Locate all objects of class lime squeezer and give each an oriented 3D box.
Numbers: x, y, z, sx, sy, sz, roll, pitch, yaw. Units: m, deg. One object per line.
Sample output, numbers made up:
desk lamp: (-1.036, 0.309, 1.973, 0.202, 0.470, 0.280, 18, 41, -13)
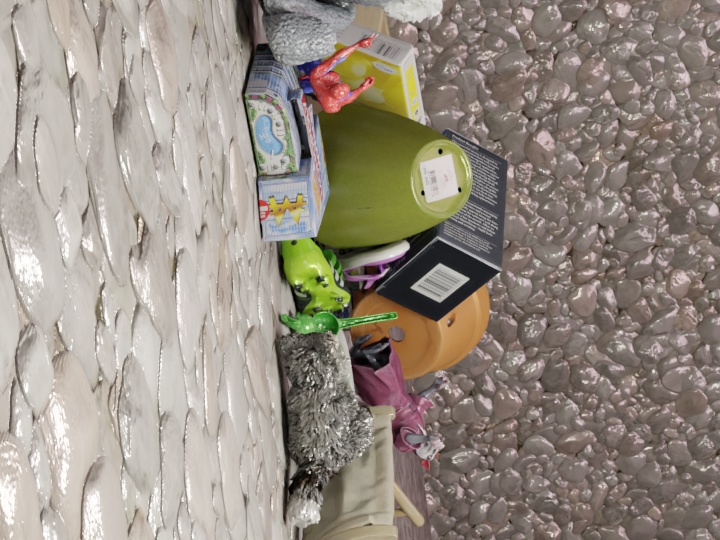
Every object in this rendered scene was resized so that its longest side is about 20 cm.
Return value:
lime squeezer: (-0.046, 0.067, 1.624, 0.200, 0.071, 0.038, 2, 89, -50)

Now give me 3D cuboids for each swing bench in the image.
swing bench: (-0.003, 0.296, 1.552, 0.199, 0.130, 0.200, -88, 166, -54)

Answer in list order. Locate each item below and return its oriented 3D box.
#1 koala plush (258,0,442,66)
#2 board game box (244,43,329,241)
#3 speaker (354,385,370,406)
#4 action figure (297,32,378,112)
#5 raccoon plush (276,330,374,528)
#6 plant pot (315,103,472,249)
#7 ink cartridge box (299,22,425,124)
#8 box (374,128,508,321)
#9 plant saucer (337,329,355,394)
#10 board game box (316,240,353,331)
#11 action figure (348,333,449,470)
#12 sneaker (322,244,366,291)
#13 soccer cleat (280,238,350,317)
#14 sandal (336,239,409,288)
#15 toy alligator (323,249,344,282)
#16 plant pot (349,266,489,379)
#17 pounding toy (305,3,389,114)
koala plush: (-0.020, -0.328, 1.492, 0.184, 0.200, 0.177, -60, 129, -86)
board game box: (-0.080, -0.127, 1.521, 0.200, 0.062, 0.200, -89, 172, -59)
speaker: (-0.001, 0.231, 1.910, 0.200, 0.081, 0.081, -85, 168, -65)
action figure: (-0.026, -0.237, 1.600, 0.065, 0.099, 0.200, 65, -4, -23)
raccoon plush: (-0.045, 0.155, 1.455, 0.200, 0.097, 0.134, -89, 163, -55)
plant pot: (0.040, -0.113, 1.682, 0.200, 0.187, 0.187, 8, -72, 56)
ink cartridge box: (-0.010, -0.248, 1.801, 0.047, 0.198, 0.200, -54, 154, -26)
box: (0.110, -0.061, 1.838, 0.148, 0.107, 0.200, -43, -151, 43)
plant saucer: (-0.038, 0.172, 1.713, 0.200, 0.050, 0.200, -6, 90, -86)
board game box: (-0.036, -0.044, 2.054, 0.200, 0.041, 0.200, -87, 170, -59)
action figure: (0.043, 0.190, 1.847, 0.200, 0.149, 0.134, 64, 21, -14)
sneaker: (-0.014, -0.067, 1.888, 0.085, 0.074, 0.200, -35, 124, -40)
soccer cleat: (-0.056, 0.004, 1.651, 0.200, 0.067, 0.081, 69, 4, -70)
sandal: (0.006, -0.003, 1.789, 0.203, 0.082, 0.050, -13, -80, 61)
toy alligator: (-0.045, 0.028, 1.772, 0.200, 0.054, 0.059, 79, 7, -47)
plant pot: (0.071, 0.068, 1.947, 0.140, 0.200, 0.200, -46, 132, -63)
pounding toy: (-0.029, -0.304, 2.081, 0.184, 0.142, 0.200, 75, 21, -59)
